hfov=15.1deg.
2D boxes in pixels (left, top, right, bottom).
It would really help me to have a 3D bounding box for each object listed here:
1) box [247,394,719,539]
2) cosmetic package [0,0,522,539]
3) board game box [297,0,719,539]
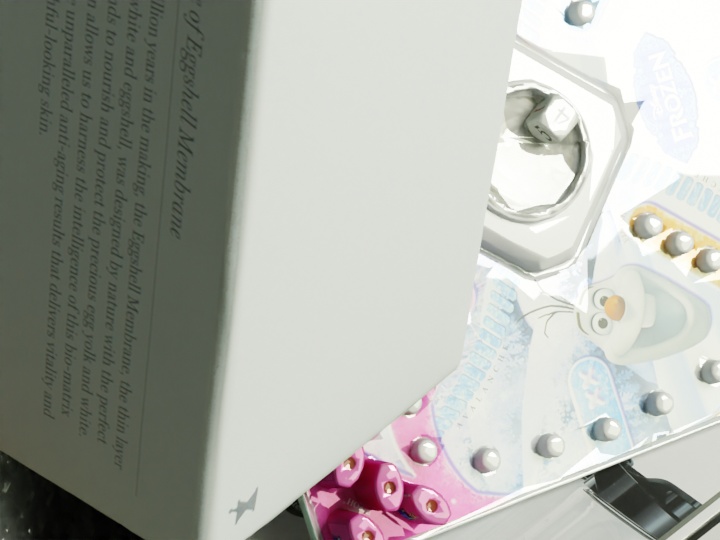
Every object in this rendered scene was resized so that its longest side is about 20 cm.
[{"bbox_3d":[0.027,0.095,0.844,0.200,0.117,0.060,-32,141,-30],"label":"box"},{"bbox_3d":[-0.071,-0.070,0.679,0.123,0.200,0.200,-34,143,-43],"label":"cosmetic package"},{"bbox_3d":[0.050,-0.036,0.820,0.200,0.026,0.200,-19,94,-20],"label":"board game box"}]
